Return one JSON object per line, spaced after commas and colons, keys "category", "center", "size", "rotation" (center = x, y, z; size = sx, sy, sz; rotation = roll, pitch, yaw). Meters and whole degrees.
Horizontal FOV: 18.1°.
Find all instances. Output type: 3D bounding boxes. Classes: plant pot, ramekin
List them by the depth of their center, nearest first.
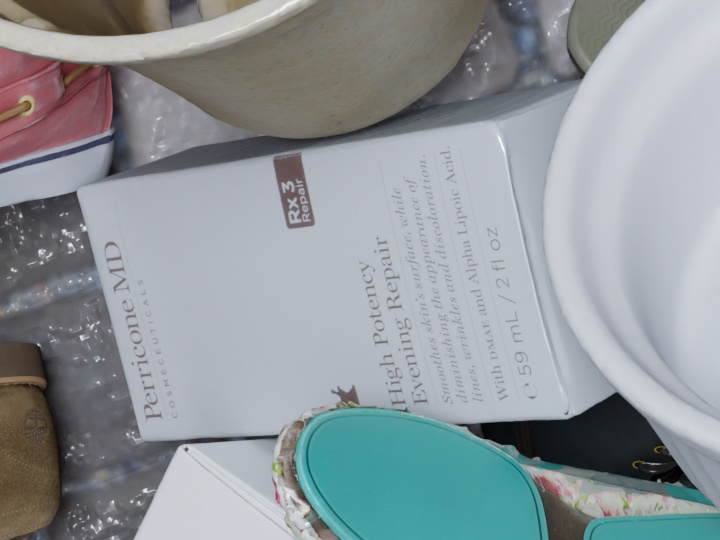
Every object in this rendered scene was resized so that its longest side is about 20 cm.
{"category": "ramekin", "center": [0.162, -0.007, 0.667], "size": [0.199, 0.201, 0.098], "rotation": [-24, 142, 7]}
{"category": "plant pot", "center": [-0.037, -0.130, 0.686], "size": [0.199, 0.183, 0.202], "rotation": [-3, 76, 13]}

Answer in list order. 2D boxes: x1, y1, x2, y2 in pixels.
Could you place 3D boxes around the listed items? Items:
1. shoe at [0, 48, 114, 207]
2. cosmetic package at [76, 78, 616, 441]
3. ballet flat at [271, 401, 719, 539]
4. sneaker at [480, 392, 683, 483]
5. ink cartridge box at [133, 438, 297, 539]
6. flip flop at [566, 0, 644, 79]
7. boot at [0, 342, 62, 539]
{"category": "shoe", "center": [-0.156, -0.064, 0.769], "size": [0.071, 0.200, 0.092], "rotation": [15, 111, 30]}
{"category": "cosmetic package", "center": [0.000, 0.000, 0.783], "size": [0.199, 0.074, 0.102], "rotation": [-8, 100, 40]}
{"category": "ballet flat", "center": [0.052, 0.095, 0.733], "size": [0.199, 0.064, 0.076], "rotation": [17, 59, -23]}
{"category": "sneaker", "center": [0.119, 0.047, 0.809], "size": [0.075, 0.199, 0.107], "rotation": [-28, 114, -37]}
{"category": "ink cartridge box", "center": [-0.037, 0.163, 0.825], "size": [0.083, 0.146, 0.201], "rotation": [34, 106, 28]}
{"category": "flip flop", "center": [0.164, -0.085, 0.782], "size": [0.199, 0.058, 0.082], "rotation": [14, 74, 30]}
{"category": "boot", "center": [-0.195, 0.077, 0.807], "size": [0.199, 0.074, 0.076], "rotation": [-8, 77, -34]}
